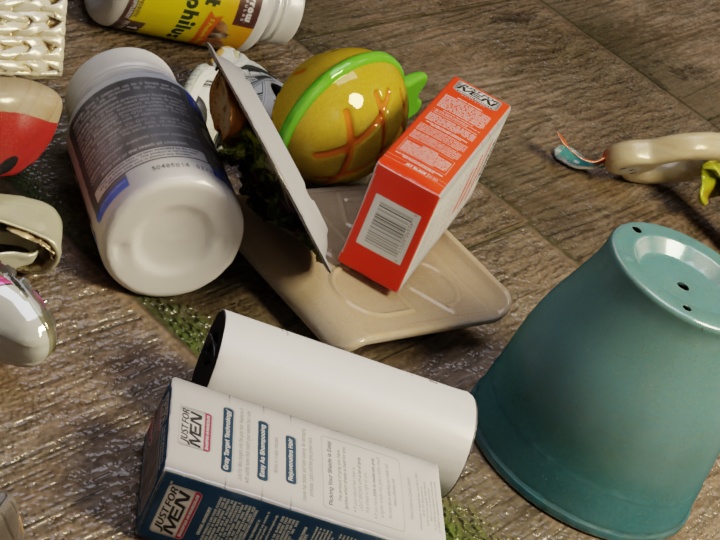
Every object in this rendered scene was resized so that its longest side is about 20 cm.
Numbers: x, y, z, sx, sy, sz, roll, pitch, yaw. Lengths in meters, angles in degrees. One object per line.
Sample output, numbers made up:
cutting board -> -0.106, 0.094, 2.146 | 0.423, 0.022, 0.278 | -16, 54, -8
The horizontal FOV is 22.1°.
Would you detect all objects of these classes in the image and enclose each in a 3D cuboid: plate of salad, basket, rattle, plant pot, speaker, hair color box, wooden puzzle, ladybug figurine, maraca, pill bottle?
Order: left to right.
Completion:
basket -> -0.333, -0.208, 1.412 | 0.199, 0.125, 0.135 | -2, 4, -35
ladybug figurine -> -0.289, -0.105, 1.366 | 0.134, 0.073, 0.200 | -1, 4, -11
pill bottle -> -0.168, -0.083, 1.445 | 0.113, 0.114, 0.201 | 10, 34, -28
pill bottle -> -0.156, -0.271, 1.761 | 0.199, 0.110, 0.110 | 8, 34, -31
plate of salad -> -0.078, -0.082, 1.422 | 0.201, 0.048, 0.200 | 61, -2, 4
hair color box -> -0.045, 0.151, 1.227 | 0.199, 0.061, 0.100 | 20, 29, -14
speaker -> -0.021, 0.095, 1.317 | 0.199, 0.082, 0.081 | 20, 30, -14
maraca -> -0.007, -0.134, 1.631 | 0.107, 0.137, 0.200 | 47, 21, 20
wooden puzzle -> 0.000, 0.000, 1.530 | 0.199, 0.047, 0.185 | -12, 47, -43
hair color box -> 0.055, -0.075, 1.535 | 0.061, 0.102, 0.200 | 28, 32, 8
plant pot -> 0.210, 0.074, 1.434 | 0.199, 0.189, 0.201 | 20, 30, -12
rattle -> 0.300, -0.075, 1.911 | 0.198, 0.144, 0.130 | -4, 6, -20

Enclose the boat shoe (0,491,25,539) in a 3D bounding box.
boat shoe -> -0.250, 0.193, 0.997 | 0.073, 0.075, 0.200 | 6, 30, 15

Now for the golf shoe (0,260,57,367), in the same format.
golf shoe -> -0.298, 0.022, 1.223 | 0.199, 0.073, 0.092 | 24, 43, 10

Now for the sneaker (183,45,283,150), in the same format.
sneaker -> -0.111, -0.139, 1.621 | 0.087, 0.076, 0.200 | 27, 30, 1

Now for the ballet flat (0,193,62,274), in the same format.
ballet flat -> -0.302, -0.032, 1.310 | 0.199, 0.070, 0.070 | 9, 34, -31
